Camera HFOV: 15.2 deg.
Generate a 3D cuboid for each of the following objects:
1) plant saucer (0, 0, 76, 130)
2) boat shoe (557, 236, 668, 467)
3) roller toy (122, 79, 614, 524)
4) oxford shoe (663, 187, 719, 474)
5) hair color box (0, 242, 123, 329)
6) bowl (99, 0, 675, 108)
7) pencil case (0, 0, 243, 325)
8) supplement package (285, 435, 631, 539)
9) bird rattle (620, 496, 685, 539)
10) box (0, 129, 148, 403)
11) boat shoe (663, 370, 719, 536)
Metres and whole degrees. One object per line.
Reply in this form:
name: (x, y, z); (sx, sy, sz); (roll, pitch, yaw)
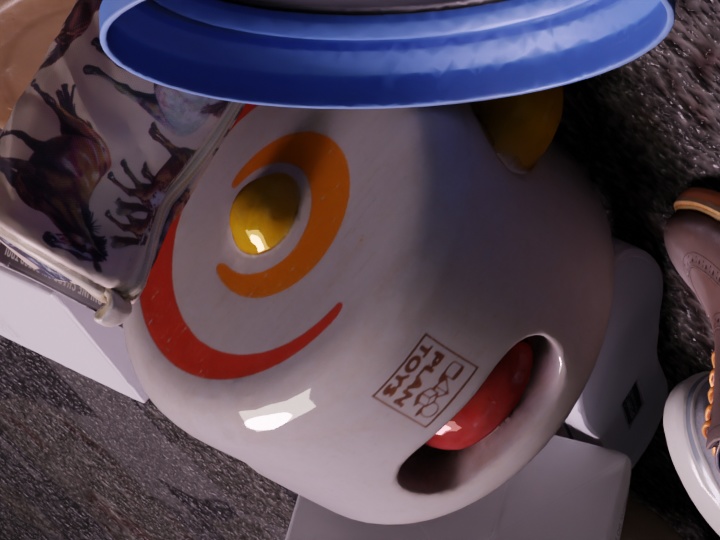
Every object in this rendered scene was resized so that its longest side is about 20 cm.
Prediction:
plant saucer: (-0.090, -0.091, 1.196); (0.199, 0.030, 0.200); (4, 151, 2)
boat shoe: (0.094, 0.037, 1.222); (0.065, 0.074, 0.200); (29, 159, 21)
roller toy: (0.000, 0.000, 1.108); (0.199, 0.184, 0.140); (-9, 151, 39)
oxford shoe: (0.152, 0.038, 1.024); (0.071, 0.073, 0.200); (50, -174, -36)
hair color box: (-0.066, -0.001, 1.335); (0.111, 0.064, 0.199); (25, -171, 42)
bowl: (0.009, -0.099, 0.942); (0.199, 0.040, 0.201); (-2, 169, 0)
pencil case: (-0.075, -0.079, 1.060); (0.089, 0.201, 0.078); (27, 170, 27)
supplement package: (0.032, 0.190, 1.266); (0.146, 0.192, 0.200); (14, 157, 8)
bird rattle: (0.120, 0.164, 1.426); (0.200, 0.113, 0.163); (35, 156, 10)
box: (-0.164, -0.025, 1.531); (0.200, 0.125, 0.098); (21, 155, 48)
boat shoe: (0.219, 0.112, 1.174); (0.201, 0.070, 0.071); (45, 143, -7)
